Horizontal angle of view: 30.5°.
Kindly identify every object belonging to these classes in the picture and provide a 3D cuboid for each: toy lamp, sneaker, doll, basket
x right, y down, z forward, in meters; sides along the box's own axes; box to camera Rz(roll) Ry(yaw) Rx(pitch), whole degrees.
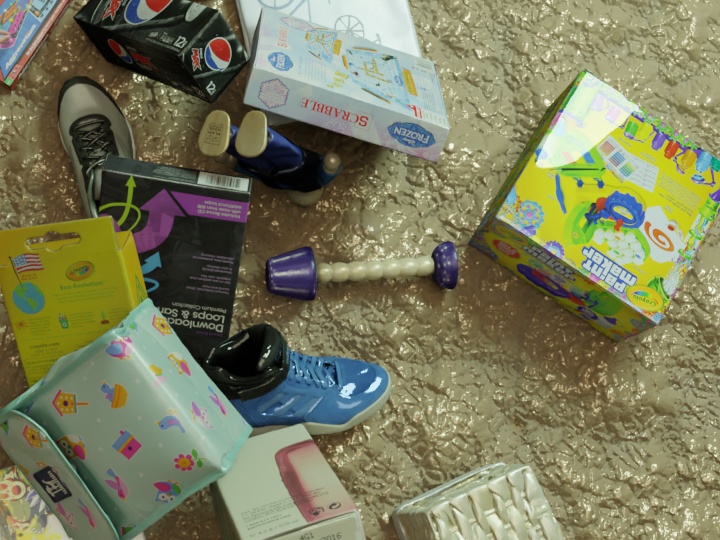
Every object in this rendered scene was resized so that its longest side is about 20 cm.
[{"bbox_3d":[0.000,0.000,1.377,0.197,0.058,0.059,-2,78,-13],"label":"toy lamp"},{"bbox_3d":[-0.065,0.103,1.307,0.197,0.112,0.077,-7,45,-7],"label":"sneaker"},{"bbox_3d":[-0.088,-0.109,1.312,0.135,0.200,0.049,4,80,22],"label":"doll"},{"bbox_3d":[-0.259,-0.107,1.343,0.073,0.079,0.202,-16,80,-10],"label":"sneaker"},{"bbox_3d":[0.134,0.300,1.299,0.134,0.123,0.202,-21,81,-14],"label":"basket"}]

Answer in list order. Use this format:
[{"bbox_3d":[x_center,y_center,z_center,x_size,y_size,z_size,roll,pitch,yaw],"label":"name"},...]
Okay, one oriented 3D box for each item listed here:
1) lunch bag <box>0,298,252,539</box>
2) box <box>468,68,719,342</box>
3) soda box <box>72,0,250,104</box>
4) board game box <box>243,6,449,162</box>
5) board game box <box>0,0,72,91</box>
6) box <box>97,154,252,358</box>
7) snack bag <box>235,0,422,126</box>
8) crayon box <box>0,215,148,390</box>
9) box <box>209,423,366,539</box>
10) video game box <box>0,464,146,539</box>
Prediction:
[{"bbox_3d":[-0.230,0.154,1.208,0.199,0.122,0.171,-35,98,17],"label":"lunch bag"},{"bbox_3d":[0.255,-0.065,1.397,0.199,0.122,0.194,34,75,-2],"label":"box"},{"bbox_3d":[-0.202,-0.234,1.324,0.199,0.071,0.063,25,69,43],"label":"soda box"},{"bbox_3d":[-0.015,-0.191,1.330,0.197,0.201,0.042,17,115,-9],"label":"board game box"},{"bbox_3d":[-0.359,-0.299,1.398,0.102,0.019,0.201,30,75,-1],"label":"board game box"},{"bbox_3d":[-0.188,-0.007,1.289,0.141,0.202,0.036,8,33,-5],"label":"box"},{"bbox_3d":[-0.031,-0.263,1.444,0.198,0.021,0.191,-12,81,-15],"label":"snack bag"},{"bbox_3d":[-0.266,0.041,1.260,0.125,0.051,0.202,-6,113,6],"label":"crayon box"},{"bbox_3d":[-0.066,0.247,1.221,0.108,0.200,0.129,-15,110,-12],"label":"box"},{"bbox_3d":[-0.295,0.281,1.273,0.180,0.047,0.202,-17,82,-15],"label":"video game box"}]
